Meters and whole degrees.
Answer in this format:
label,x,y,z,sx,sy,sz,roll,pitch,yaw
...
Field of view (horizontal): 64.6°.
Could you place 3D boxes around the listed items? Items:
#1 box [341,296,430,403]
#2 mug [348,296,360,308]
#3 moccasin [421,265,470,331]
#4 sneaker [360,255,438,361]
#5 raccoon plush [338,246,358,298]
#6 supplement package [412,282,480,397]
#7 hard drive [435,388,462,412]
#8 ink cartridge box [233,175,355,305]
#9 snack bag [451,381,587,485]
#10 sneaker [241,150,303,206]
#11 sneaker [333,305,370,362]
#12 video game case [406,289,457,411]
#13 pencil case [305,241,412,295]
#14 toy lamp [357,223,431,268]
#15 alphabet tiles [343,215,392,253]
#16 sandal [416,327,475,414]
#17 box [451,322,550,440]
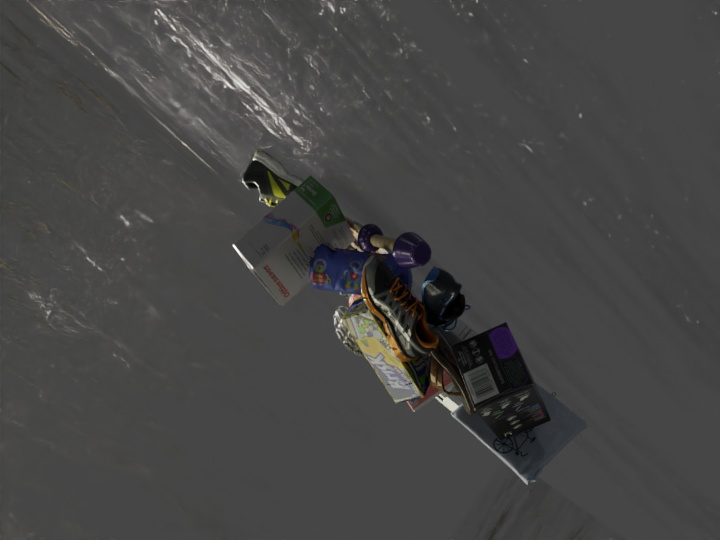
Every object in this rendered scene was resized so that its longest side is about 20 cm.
label,x,y,z,sx,sy,sz,roll,pitch,yaw
box,0.052,0.141,1.036,0.069,0.064,0.202,-20,110,36
mug,0.030,0.072,1.502,0.200,0.131,0.181,-163,55,-81
moccasin,0.146,0.063,0.984,0.067,0.081,0.200,27,170,21
sneaker,0.067,0.060,0.960,0.076,0.079,0.202,-13,116,38
raccoon plush,-0.009,-0.033,1.194,0.199,0.097,0.135,-28,99,49
supplement package,0.138,0.136,1.157,0.199,0.118,0.117,38,-163,13
hard drive,0.216,0.225,1.246,0.131,0.027,0.199,37,-143,17
ink cartridge box,-0.122,-0.054,1.086,0.084,0.199,0.145,42,170,34
snack bag,0.304,0.284,1.088,0.199,0.187,0.022,37,146,38
sneaker,-0.161,-0.159,1.182,0.199,0.085,0.075,38,173,14
sneaker,0.026,0.149,1.229,0.199,0.078,0.080,39,-149,4
video game case,0.098,0.152,1.102,0.202,0.142,0.017,54,-157,7
pencil case,0.000,0.000,1.048,0.195,0.089,0.078,7,-163,1
toy lamp,0.055,-0.040,0.933,0.058,0.059,0.199,42,173,-21
alphabet tiles,0.022,-0.048,1.184,0.199,0.015,0.196,30,164,52
sandal,0.139,0.174,1.025,0.202,0.054,0.082,56,179,1
box,0.247,0.198,0.994,0.200,0.104,0.124,49,-160,-51
